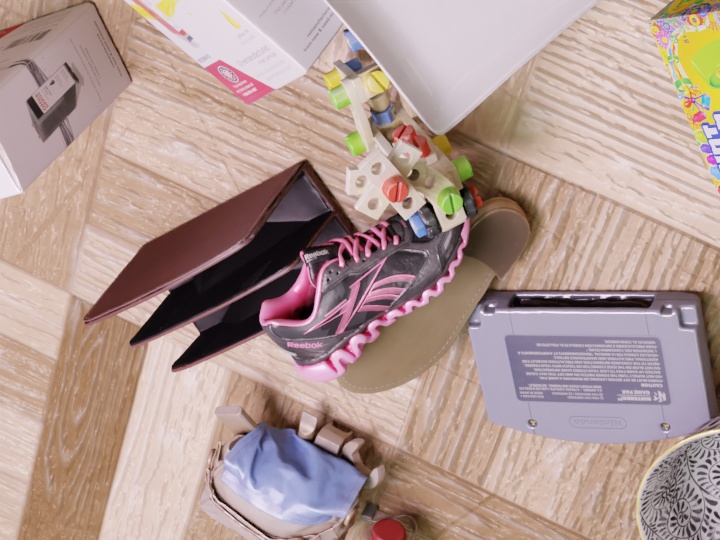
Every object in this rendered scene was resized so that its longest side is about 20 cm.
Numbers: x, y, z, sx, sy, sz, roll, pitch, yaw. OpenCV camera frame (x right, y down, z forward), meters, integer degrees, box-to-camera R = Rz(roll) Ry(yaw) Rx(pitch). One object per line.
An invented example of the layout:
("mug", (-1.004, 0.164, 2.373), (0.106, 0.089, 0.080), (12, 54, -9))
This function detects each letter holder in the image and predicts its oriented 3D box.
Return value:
("letter holder", (-0.117, 0.016, 1.835), (0.200, 0.142, 0.101), (-26, 107, 34))

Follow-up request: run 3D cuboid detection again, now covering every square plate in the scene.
("square plate", (0.069, -0.238, 1.612), (0.198, 0.028, 0.200), (-40, 100, 5))

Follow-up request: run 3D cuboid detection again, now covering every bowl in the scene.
("bowl", (0.329, 0.179, 1.757), (0.200, 0.094, 0.201), (9, 126, 13))

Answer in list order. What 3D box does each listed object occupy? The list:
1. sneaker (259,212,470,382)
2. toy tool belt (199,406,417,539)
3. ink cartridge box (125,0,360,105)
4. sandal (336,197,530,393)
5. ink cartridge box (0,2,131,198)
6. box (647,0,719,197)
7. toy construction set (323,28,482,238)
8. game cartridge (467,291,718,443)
("sneaker", (0.000, 0.000, 1.735), (0.200, 0.079, 0.095), (-44, 125, 10))
("toy tool belt", (-0.042, 0.192, 1.927), (0.199, 0.125, 0.123), (20, 135, 11))
("ink cartridge box", (-0.118, -0.230, 1.662), (0.200, 0.084, 0.145), (40, 162, -13))
("sandal", (0.057, 0.012, 1.808), (0.078, 0.070, 0.212), (34, 110, -27))
("ink cartridge box", (-0.304, -0.129, 1.793), (0.146, 0.200, 0.083), (-12, 115, 31))
("box", (0.339, -0.123, 1.513), (0.192, 0.122, 0.200), (-1, 121, 51))
("toy construction set", (0.031, -0.099, 1.673), (0.092, 0.200, 0.131), (-18, 125, 6))
("game cartridge", (0.193, 0.081, 1.801), (0.199, 0.042, 0.133), (0, 124, 25))
